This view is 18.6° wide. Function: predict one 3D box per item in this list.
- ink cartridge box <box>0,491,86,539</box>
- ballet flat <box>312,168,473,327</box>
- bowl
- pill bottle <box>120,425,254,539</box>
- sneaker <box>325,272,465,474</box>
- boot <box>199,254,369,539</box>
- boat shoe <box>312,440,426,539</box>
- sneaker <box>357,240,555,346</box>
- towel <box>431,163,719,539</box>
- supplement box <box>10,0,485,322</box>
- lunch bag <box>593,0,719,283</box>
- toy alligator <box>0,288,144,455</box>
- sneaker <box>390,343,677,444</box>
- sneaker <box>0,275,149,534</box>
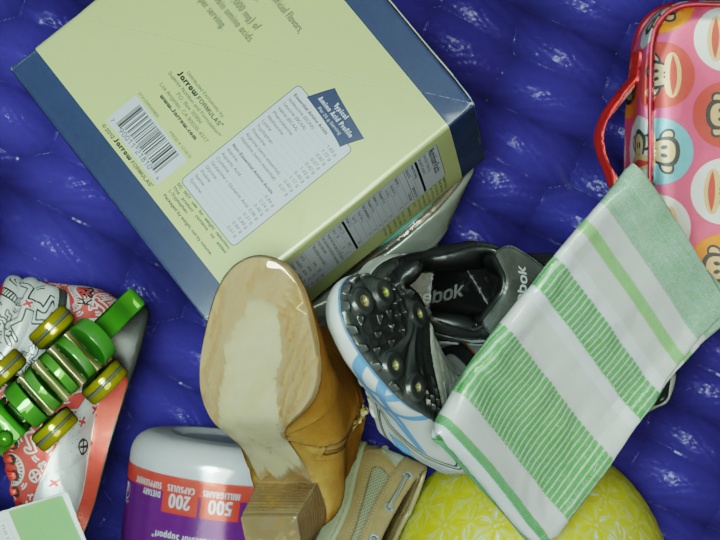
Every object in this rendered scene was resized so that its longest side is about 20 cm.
[{"bbox_3d":[-0.212,0.213,1.349,0.199,0.048,0.146,-19,96,33],"label":"ink cartridge box"},{"bbox_3d":[0.000,0.000,1.416,0.200,0.067,0.064,-38,124,-2],"label":"ballet flat"},{"bbox_3d":[0.113,0.213,1.411,0.199,0.108,0.201,0,93,-6],"label":"bowl"},{"bbox_3d":[-0.099,0.203,1.383,0.112,0.112,0.201,6,93,-7],"label":"pill bottle"},{"bbox_3d":[0.024,0.068,1.315,0.072,0.200,0.072,-7,57,27],"label":"sneaker"},{"bbox_3d":[-0.039,0.059,1.290,0.070,0.144,0.202,3,116,13],"label":"boot"},{"bbox_3d":[-0.003,0.196,1.370,0.076,0.072,0.201,11,61,9],"label":"boat shoe"},{"bbox_3d":[0.099,0.018,1.347,0.199,0.090,0.067,3,83,-10],"label":"sneaker"},{"bbox_3d":[0.136,0.056,1.328,0.200,0.023,0.153,-49,132,-9],"label":"towel"},{"bbox_3d":[-0.062,-0.094,1.331,0.200,0.134,0.200,-39,78,-2],"label":"supplement box"},{"bbox_3d":[0.237,-0.075,1.420,0.175,0.082,0.201,2,94,-6],"label":"lunch bag"},{"bbox_3d":[-0.205,0.083,1.328,0.200,0.054,0.059,-43,95,-8],"label":"toy alligator"},{"bbox_3d":[0.109,0.074,1.417,0.199,0.080,0.074,-13,97,-4],"label":"sneaker"},{"bbox_3d":[-0.211,0.104,1.389,0.107,0.067,0.202,16,88,-6],"label":"sneaker"}]
